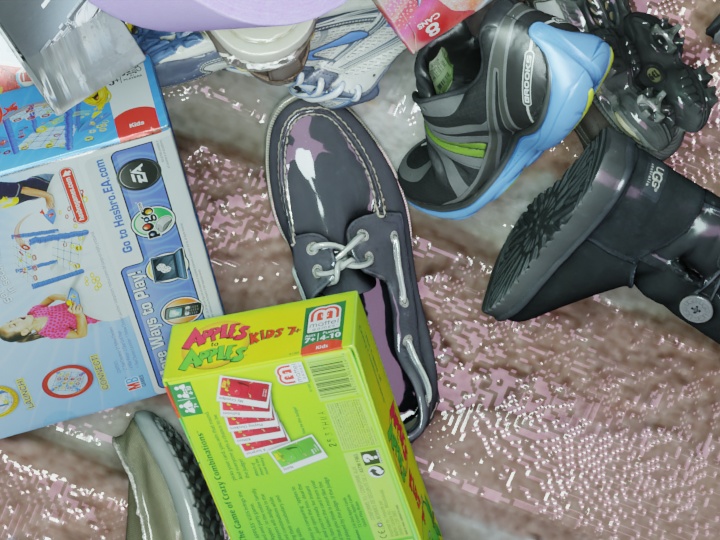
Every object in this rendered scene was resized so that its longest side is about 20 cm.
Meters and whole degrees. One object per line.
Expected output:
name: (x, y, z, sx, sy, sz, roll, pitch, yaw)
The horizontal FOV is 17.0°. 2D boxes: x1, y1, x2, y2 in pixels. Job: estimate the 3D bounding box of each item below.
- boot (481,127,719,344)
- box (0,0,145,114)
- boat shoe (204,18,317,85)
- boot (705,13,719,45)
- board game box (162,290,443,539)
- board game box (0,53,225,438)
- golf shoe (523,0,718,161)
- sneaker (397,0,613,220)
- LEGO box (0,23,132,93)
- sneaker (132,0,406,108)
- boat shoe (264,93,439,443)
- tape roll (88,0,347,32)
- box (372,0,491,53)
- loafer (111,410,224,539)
boot: (0.181, 0.020, 1.278, 0.200, 0.165, 0.066, 25, 60, -10)
box: (-0.172, -0.174, 1.082, 0.050, 0.200, 0.158, -32, 118, -1)
boat shoe: (-0.079, -0.180, 1.165, 0.072, 0.060, 0.200, -27, 74, -5)
boot: (0.233, -0.090, 1.313, 0.132, 0.070, 0.200, 44, 93, -2)
board game box: (-0.024, 0.110, 1.274, 0.101, 0.048, 0.200, -10, 126, 12)
board game box: (-0.176, 0.000, 1.227, 0.195, 0.056, 0.200, -15, 140, -3)
golf shoe: (0.107, -0.141, 1.277, 0.078, 0.094, 0.201, -14, 74, -29)
sneaker: (0.062, -0.087, 1.233, 0.083, 0.200, 0.071, 37, 66, -3)
LEGO box: (-0.183, -0.169, 1.240, 0.148, 0.077, 0.201, 15, 98, -9)
sneaker: (-0.024, -0.118, 1.247, 0.200, 0.077, 0.085, -20, 117, -25)
boat shoe: (0.000, 0.000, 1.297, 0.072, 0.063, 0.201, -17, 102, -3)
tape roll: (-0.061, -0.202, 1.014, 0.200, 0.066, 0.201, -2, 93, -47)
box: (0.007, -0.217, 1.184, 0.102, 0.200, 0.095, -34, 142, 1)
loafer: (-0.105, 0.175, 1.300, 0.069, 0.075, 0.201, -16, 83, 4)
